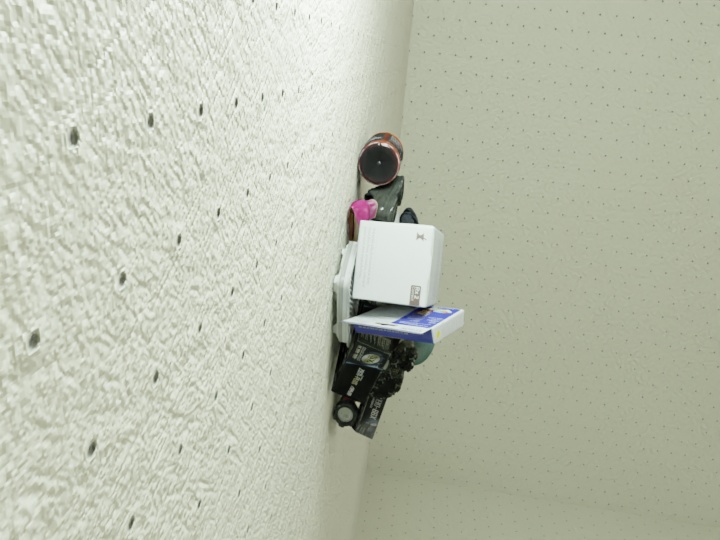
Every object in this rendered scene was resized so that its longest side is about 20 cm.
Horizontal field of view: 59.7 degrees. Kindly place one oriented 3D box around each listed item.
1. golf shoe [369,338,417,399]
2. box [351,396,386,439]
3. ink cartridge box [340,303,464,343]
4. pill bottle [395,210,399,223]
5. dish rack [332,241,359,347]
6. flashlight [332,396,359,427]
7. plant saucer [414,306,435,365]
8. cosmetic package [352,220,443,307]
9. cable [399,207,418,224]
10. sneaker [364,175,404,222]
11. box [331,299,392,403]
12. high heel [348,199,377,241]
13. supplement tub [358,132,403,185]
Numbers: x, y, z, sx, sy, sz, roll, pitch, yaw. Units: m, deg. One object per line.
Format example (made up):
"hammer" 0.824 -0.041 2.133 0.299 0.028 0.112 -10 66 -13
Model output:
"golf shoe" 0.073 0.225 1.493 0.201 0.076 0.096 -54 -156 32
"box" 0.030 0.347 1.630 0.200 0.049 0.161 109 2 -79
"ink cartridge box" 0.091 0.114 1.317 0.198 0.194 0.048 -20 111 -53
"pill bottle" 0.050 -0.123 1.689 0.201 0.109 0.115 83 15 -68
"dish rack" -0.030 0.047 1.385 0.173 0.042 0.204 -76 171 -51
"flashlight" -0.027 0.350 1.673 0.200 0.066 0.070 -49 156 -77
"plant saucer" 0.105 0.131 1.526 0.199 0.038 0.207 5 -84 52
"cosmetic package" 0.088 -0.013 1.376 0.200 0.161 0.170 10 86 -76
"cable" 0.150 -0.079 1.657 0.201 0.050 0.166 -110 174 -67
"sneaker" 0.058 -0.184 1.540 0.201 0.088 0.078 -64 163 -57
"box" 0.010 0.176 1.472 0.202 0.084 0.166 -79 -167 -58
"high heel" -0.012 -0.065 1.447 0.095 0.067 0.204 -20 133 -53
"supplement tub" 0.055 -0.285 1.566 0.201 0.104 0.110 -70 166 -68
